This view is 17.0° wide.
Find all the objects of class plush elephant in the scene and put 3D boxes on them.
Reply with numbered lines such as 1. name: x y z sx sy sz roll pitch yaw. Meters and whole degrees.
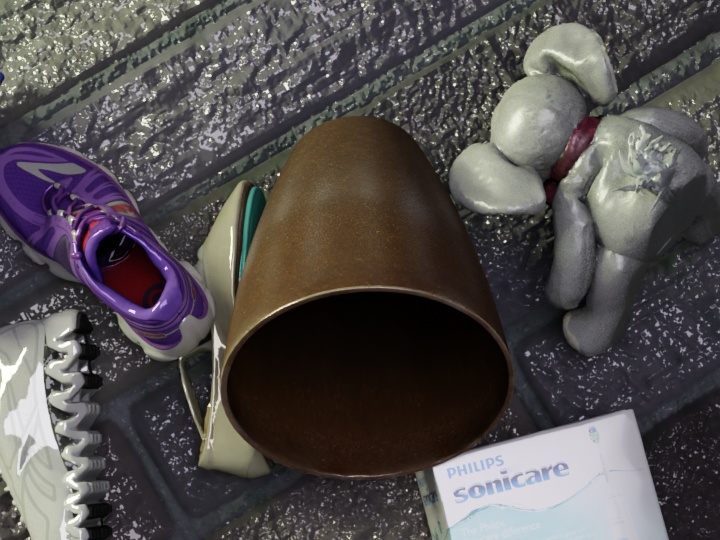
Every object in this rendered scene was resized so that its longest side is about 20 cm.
1. plush elephant: 0.148 -0.068 1.632 0.155 0.200 0.165 37 74 23

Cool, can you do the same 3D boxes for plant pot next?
1. plant pot: 0.000 0.000 1.580 0.186 0.187 0.201 4 48 -8

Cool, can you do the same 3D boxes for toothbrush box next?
1. toothbrush box: 0.133 0.208 1.618 0.146 0.085 0.201 -14 84 -9

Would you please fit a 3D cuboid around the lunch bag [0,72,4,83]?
1. lunch bag: -0.357 -0.086 1.577 0.199 0.124 0.171 22 79 -12

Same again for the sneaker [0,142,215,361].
1. sneaker: -0.174 -0.027 1.594 0.200 0.083 0.081 38 80 24

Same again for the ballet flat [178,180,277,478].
1. ballet flat: -0.093 0.040 1.627 0.069 0.069 0.201 -3 82 -9

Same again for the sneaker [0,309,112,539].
1. sneaker: -0.210 0.129 1.595 0.081 0.075 0.201 -6 79 5
